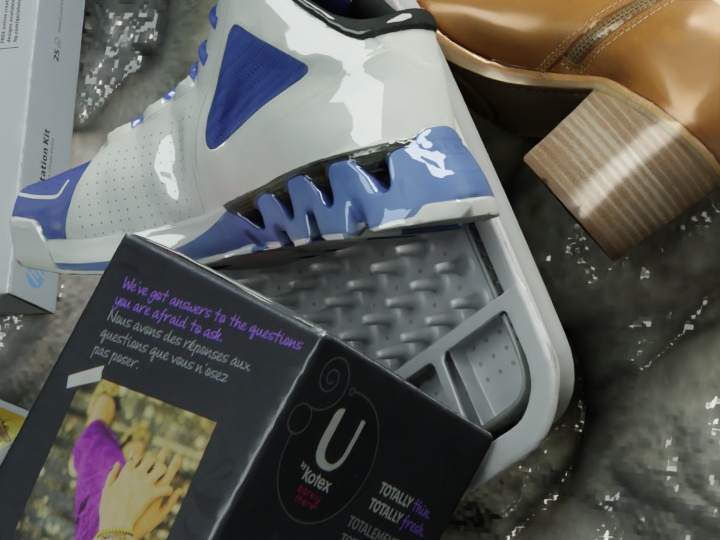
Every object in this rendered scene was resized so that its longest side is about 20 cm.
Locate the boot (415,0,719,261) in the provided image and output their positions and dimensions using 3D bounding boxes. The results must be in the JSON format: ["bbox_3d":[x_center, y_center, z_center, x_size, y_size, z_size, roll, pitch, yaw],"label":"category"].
[{"bbox_3d":[0.101,-0.116,1.098,0.155,0.077,0.200,-42,50,2],"label":"boot"}]

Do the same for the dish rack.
[{"bbox_3d":[0.000,0.000,1.090,0.171,0.043,0.201,-36,71,41],"label":"dish rack"}]

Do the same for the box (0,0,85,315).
[{"bbox_3d":[-0.221,-0.054,1.264,0.199,0.041,0.157,-4,73,28],"label":"box"}]

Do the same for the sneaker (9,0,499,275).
[{"bbox_3d":[-0.038,-0.061,1.045,0.198,0.080,0.116,-9,85,37],"label":"sneaker"}]

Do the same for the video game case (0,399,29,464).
[{"bbox_3d":[-0.253,0.078,1.103,0.199,0.182,0.023,18,127,35],"label":"video game case"}]

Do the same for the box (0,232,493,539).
[{"bbox_3d":[-0.063,0.109,1.001,0.106,0.122,0.201,26,85,38],"label":"box"}]
